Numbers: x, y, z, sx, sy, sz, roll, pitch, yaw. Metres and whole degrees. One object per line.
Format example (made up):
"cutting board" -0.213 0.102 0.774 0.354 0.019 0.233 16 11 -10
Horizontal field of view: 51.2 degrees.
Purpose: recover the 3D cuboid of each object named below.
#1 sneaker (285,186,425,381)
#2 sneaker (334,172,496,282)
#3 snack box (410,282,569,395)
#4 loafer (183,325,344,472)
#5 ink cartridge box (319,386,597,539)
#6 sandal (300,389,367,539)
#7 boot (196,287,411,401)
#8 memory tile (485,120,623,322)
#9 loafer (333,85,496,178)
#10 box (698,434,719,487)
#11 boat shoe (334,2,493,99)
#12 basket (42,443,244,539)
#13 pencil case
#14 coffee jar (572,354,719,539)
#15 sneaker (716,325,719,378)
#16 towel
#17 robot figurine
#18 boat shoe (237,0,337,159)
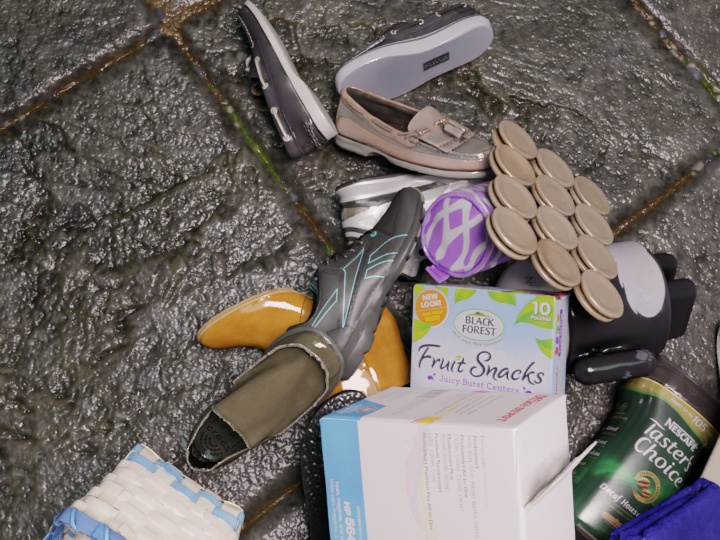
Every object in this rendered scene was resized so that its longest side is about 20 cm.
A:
"sneaker" 0.000 0.000 0.718 0.078 0.075 0.202 26 74 -1
"sneaker" 0.075 -0.050 0.813 0.197 0.076 0.118 -10 92 -11
"snack box" 0.117 0.118 0.704 0.140 0.053 0.204 4 94 30
"loafer" -0.091 0.129 0.689 0.075 0.070 0.200 44 117 -3
"ink cartridge box" 0.085 0.173 0.620 0.197 0.128 0.128 -3 92 33
"sandal" -0.024 0.211 0.724 0.074 0.048 0.205 3 96 -7
"boot" -0.051 0.089 0.753 0.198 0.071 0.146 -18 75 -14
"memory tile" 0.179 -0.052 0.703 0.152 0.017 0.202 33 40 -14
"loafer" 0.051 -0.146 0.782 0.198 0.064 0.072 19 34 33
"box" 0.354 0.197 0.696 0.068 0.082 0.203 27 112 31
"boat shoe" 0.054 -0.257 0.861 0.197 0.070 0.067 -26 61 -8
"basket" -0.200 0.273 0.646 0.175 0.140 0.200 33 44 5
"pencil case" 0.141 -0.047 0.748 0.198 0.086 0.084 -13 52 -49
"coffee jar" 0.276 0.187 0.745 0.104 0.085 0.201 38 75 5
"sneaker" 0.456 0.142 0.773 0.143 0.081 0.204 2 69 0
"towel" 0.272 0.294 0.633 0.146 0.049 0.204 -10 91 -39
"robot figurine" 0.231 0.040 0.763 0.196 0.150 0.127 -8 91 -5
"boat shoe" -0.096 -0.212 0.833 0.060 0.074 0.202 -33 73 8
